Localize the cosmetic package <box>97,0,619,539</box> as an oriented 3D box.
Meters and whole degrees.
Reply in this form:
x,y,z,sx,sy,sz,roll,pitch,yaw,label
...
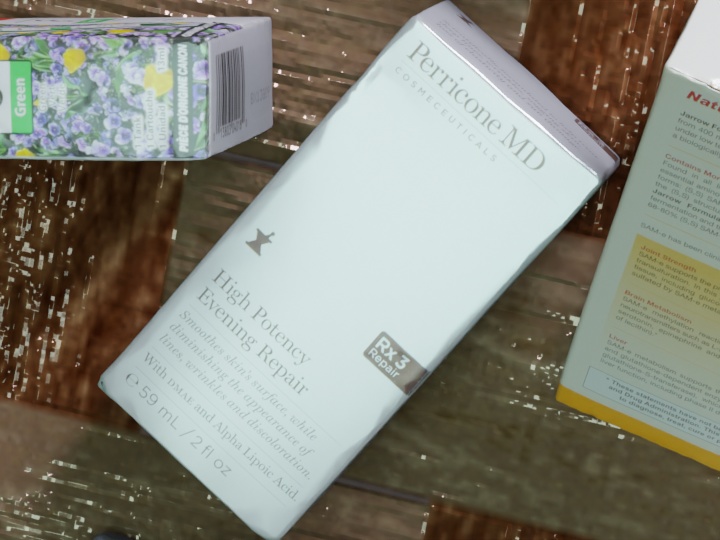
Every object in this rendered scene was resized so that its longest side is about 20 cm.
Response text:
x,y,z,sx,sy,sz,roll,pitch,yaw,label
0.000,0.000,1.175,0.102,0.074,0.200,41,105,3,cosmetic package

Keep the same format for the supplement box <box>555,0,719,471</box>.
x,y,z,sx,sy,sz,roll,pitch,yaw,label
0.157,-0.010,1.087,0.125,0.074,0.200,24,142,7,supplement box

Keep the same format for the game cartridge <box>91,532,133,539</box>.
x,y,z,sx,sy,sz,roll,pitch,yaw,label
-0.074,0.214,1.241,0.133,0.040,0.200,-43,89,18,game cartridge

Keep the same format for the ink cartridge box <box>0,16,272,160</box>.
x,y,z,sx,sy,sz,roll,pitch,yaw,label
-0.142,-0.074,1.172,0.199,0.109,0.051,2,99,11,ink cartridge box
